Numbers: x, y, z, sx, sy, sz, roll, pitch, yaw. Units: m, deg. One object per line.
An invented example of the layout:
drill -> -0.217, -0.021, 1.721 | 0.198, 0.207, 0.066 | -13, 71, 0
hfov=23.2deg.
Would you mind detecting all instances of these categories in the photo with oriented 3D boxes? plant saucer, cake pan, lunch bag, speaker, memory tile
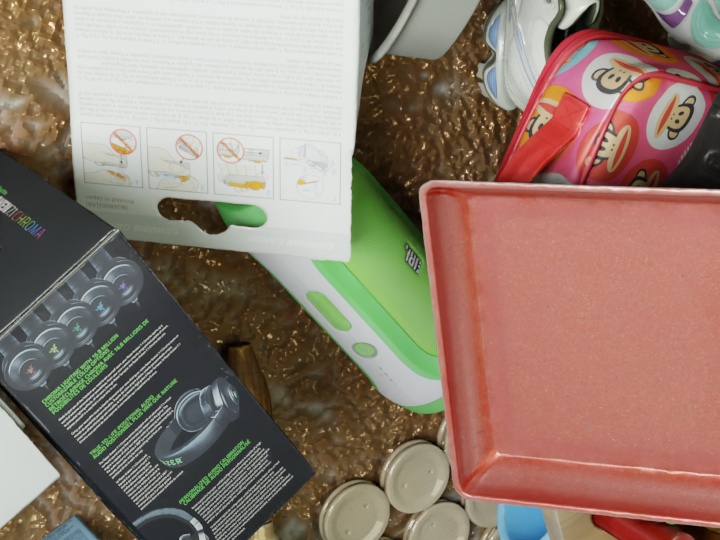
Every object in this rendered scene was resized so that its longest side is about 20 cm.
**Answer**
plant saucer -> 0.140, 0.040, 0.950 | 0.037, 0.200, 0.200 | -47, 135, -56
cake pan -> 0.055, -0.200, 0.948 | 0.037, 0.200, 0.200 | 21, 96, -9
lunch bag -> 0.138, -0.037, 1.029 | 0.176, 0.082, 0.200 | 4, 116, -46
speaker -> 0.000, 0.000, 1.051 | 0.088, 0.088, 0.200 | -48, 124, -9
memory tile -> 0.069, 0.164, 1.192 | 0.200, 0.017, 0.153 | -32, 121, -19

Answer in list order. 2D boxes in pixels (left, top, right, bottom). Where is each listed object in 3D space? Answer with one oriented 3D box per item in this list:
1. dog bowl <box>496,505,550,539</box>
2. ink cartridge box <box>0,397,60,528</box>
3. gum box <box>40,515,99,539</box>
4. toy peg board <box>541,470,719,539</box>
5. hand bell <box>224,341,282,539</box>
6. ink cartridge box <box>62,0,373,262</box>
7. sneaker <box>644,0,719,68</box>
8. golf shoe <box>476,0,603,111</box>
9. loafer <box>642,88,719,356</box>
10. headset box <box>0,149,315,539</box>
dog bowl -> 0.152, 0.110, 1.153 | 0.050, 0.111, 0.200 | 22, 94, -21
ink cartridge box -> -0.284, 0.095, 0.872 | 0.200, 0.145, 0.145 | -41, 123, -14
gum box -> -0.104, 0.250, 1.002 | 0.045, 0.200, 0.170 | -35, 121, -17
toy peg board -> 0.224, 0.145, 1.076 | 0.200, 0.098, 0.199 | -28, 118, -20
hand bell -> -0.066, 0.143, 1.074 | 0.104, 0.104, 0.200 | -11, 100, -28
ink cartridge box -> -0.075, -0.109, 0.944 | 0.162, 0.050, 0.200 | 6, 121, 7
sneaker -> 0.217, -0.150, 1.134 | 0.078, 0.200, 0.140 | -27, 164, -11
golf shoe -> 0.117, -0.187, 1.052 | 0.078, 0.097, 0.200 | -20, 115, -23
loafer -> 0.208, -0.030, 0.984 | 0.071, 0.073, 0.200 | 22, 106, -48
headset box -> -0.145, 0.043, 0.922 | 0.093, 0.174, 0.200 | -43, 124, -12
